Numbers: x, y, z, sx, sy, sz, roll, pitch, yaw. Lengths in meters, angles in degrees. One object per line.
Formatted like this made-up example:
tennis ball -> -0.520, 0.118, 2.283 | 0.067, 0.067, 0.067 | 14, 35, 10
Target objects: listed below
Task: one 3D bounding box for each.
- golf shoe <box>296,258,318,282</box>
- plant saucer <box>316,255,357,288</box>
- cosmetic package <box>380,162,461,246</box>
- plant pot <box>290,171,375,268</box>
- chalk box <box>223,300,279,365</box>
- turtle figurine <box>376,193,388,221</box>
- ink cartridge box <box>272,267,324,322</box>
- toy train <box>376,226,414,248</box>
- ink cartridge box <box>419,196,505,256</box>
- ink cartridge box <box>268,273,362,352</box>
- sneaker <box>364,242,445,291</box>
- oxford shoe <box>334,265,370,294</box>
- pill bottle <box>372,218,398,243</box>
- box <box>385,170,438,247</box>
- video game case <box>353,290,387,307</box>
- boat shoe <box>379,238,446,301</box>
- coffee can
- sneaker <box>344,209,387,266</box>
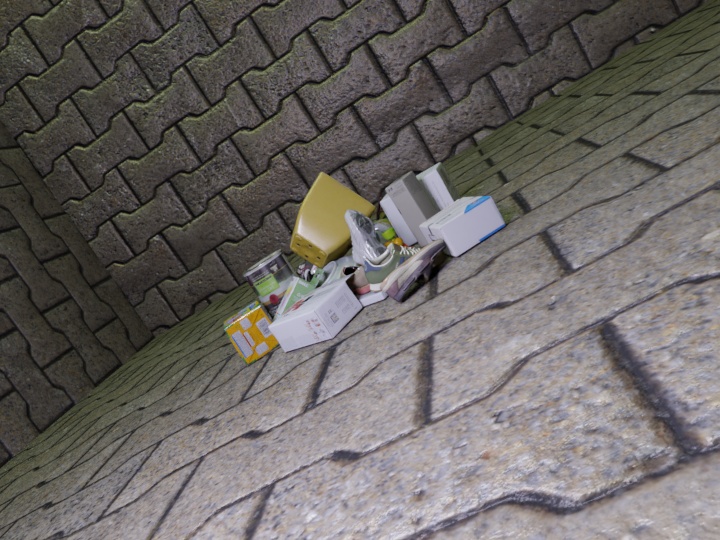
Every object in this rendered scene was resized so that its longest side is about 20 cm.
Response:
golf shoe -> -0.163, 0.013, 1.916 | 0.200, 0.077, 0.088 | 116, 162, -58
plant saucer -> -0.088, 0.029, 1.746 | 0.200, 0.050, 0.200 | -45, 21, 23
cosmetic package -> 0.194, -0.204, 1.864 | 0.199, 0.167, 0.167 | -28, 10, 20
plant pot -> -0.105, -0.127, 1.793 | 0.200, 0.195, 0.194 | -55, -2, -27
chalk box -> -0.310, 0.172, 1.730 | 0.124, 0.125, 0.200 | -34, 8, -10
turtle figurine -> 0.124, -0.155, 2.126 | 0.144, 0.200, 0.194 | 19, 70, 50
ink cartridge box -> -0.181, 0.072, 1.736 | 0.201, 0.059, 0.104 | -64, 13, -5
toy train -> 0.102, -0.068, 1.625 | 0.200, 0.116, 0.085 | -23, 14, 45
ink cartridge box -> 0.244, -0.111, 1.485 | 0.146, 0.085, 0.200 | -33, 9, -3
ink cartridge box -> -0.101, 0.105, 1.504 | 0.200, 0.084, 0.176 | -22, 16, 46
sneaker -> 0.100, -0.028, 1.441 | 0.199, 0.090, 0.067 | -24, 19, -3
oxford shoe -> -0.025, 0.019, 1.572 | 0.070, 0.075, 0.200 | -39, 15, -30
pill bottle -> 0.057, -0.092, 1.844 | 0.112, 0.113, 0.200 | -30, 3, 16
box -> 0.160, -0.174, 1.717 | 0.068, 0.201, 0.082 | -24, 11, 39
video game case -> 0.037, 0.045, 1.559 | 0.200, 0.023, 0.182 | -24, 13, 45
boat shoe -> 0.129, 0.000, 1.365 | 0.200, 0.065, 0.072 | -37, -7, -30
coffee can -> -0.255, 0.055, 1.898 | 0.146, 0.200, 0.146 | -32, 9, 6
sneaker -> 0.002, -0.067, 1.613 | 0.078, 0.201, 0.099 | -11, -23, -48
